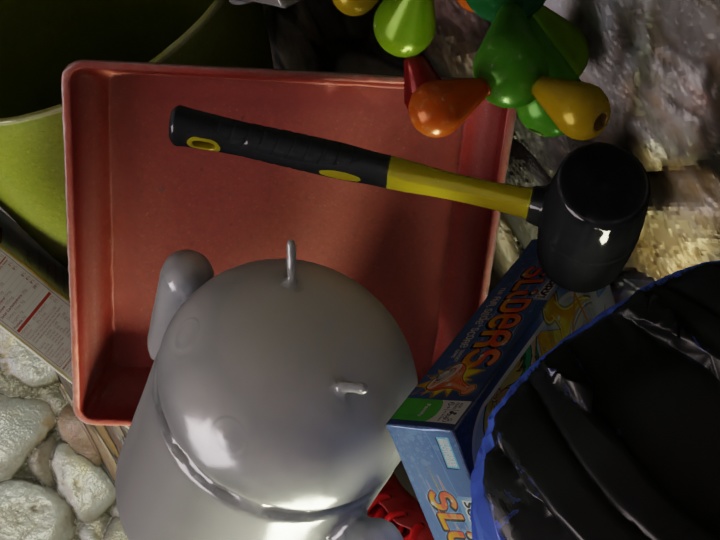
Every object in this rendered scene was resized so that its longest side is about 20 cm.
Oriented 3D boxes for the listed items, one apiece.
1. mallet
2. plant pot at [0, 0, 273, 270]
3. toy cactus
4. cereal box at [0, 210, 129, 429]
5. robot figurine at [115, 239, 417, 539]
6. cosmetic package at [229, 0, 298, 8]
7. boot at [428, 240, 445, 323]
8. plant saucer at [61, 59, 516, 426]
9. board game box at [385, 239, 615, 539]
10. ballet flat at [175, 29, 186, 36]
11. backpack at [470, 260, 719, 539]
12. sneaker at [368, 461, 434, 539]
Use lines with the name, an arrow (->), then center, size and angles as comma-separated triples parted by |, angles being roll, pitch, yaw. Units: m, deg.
mallet -> 0.019, -0.034, 0.639 | 0.198, 0.042, 0.066 | 10, 154, 12
plant pot -> -0.114, -0.064, 0.830 | 0.187, 0.186, 0.201 | 40, 160, 47
toy cactus -> 0.036, -0.125, 0.560 | 0.200, 0.101, 0.167 | -164, 56, -77
cereal box -> -0.155, 0.032, 0.853 | 0.200, 0.040, 0.144 | 41, 179, -15
robot figurine -> -0.043, 0.072, 0.677 | 0.170, 0.112, 0.201 | 51, 144, 17
cosmetic package -> -0.056, -0.220, 0.654 | 0.107, 0.090, 0.201 | 29, 148, 58
boot -> 0.000, 0.000, 0.834 | 0.174, 0.066, 0.202 | 2, 126, 36
plant saucer -> -0.037, -0.012, 0.728 | 0.037, 0.197, 0.202 | -95, 9, -54
board game box -> 0.089, 0.107, 0.679 | 0.034, 0.135, 0.202 | 0, 124, 38
ballet flat -> -0.121, -0.199, 0.917 | 0.201, 0.067, 0.046 | 52, -167, 16
backpack -> 0.128, 0.115, 0.547 | 0.201, 0.162, 0.168 | 53, 164, 18
sneaker -> -0.006, 0.133, 0.776 | 0.115, 0.079, 0.200 | 29, 180, -25
